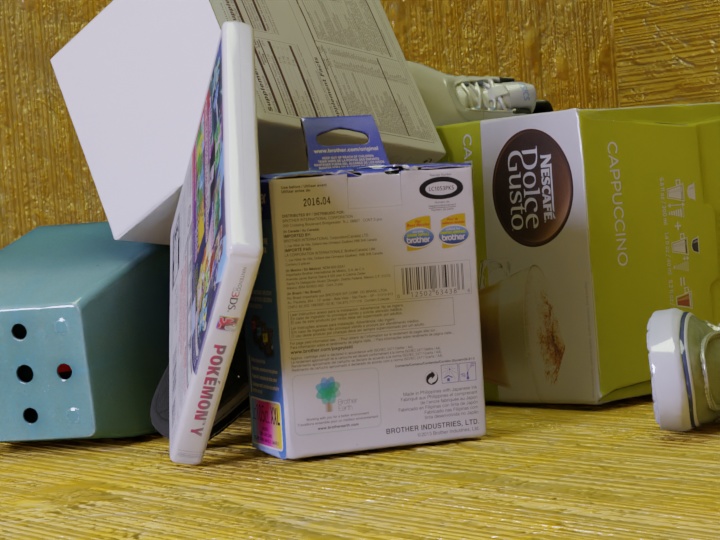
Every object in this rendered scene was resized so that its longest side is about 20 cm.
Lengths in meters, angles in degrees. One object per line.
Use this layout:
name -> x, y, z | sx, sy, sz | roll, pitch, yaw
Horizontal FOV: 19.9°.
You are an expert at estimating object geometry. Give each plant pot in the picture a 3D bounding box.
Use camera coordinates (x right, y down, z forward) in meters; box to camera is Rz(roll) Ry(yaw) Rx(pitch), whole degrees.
plant pot -> -0.193, 0.048, 1.423 | 0.141, 0.142, 0.200 | -4, 8, 15

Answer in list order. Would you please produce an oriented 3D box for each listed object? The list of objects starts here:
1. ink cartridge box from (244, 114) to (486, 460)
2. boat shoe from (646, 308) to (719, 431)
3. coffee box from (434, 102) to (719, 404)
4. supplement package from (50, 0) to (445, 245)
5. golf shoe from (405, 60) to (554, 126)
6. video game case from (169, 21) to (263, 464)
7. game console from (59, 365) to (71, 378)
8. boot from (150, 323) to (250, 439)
ink cartridge box -> -0.001, 0.006, 1.248 | 0.136, 0.201, 0.076 | -5, 5, -23
boat shoe -> 0.214, 0.056, 1.238 | 0.062, 0.072, 0.200 | -6, -1, 17
coffee box -> 0.169, -0.015, 1.480 | 0.199, 0.201, 0.197 | -5, 2, -37
supplement package -> -0.077, -0.114, 1.432 | 0.152, 0.151, 0.200 | -36, -25, 32
golf shoe -> 0.082, -0.130, 1.572 | 0.097, 0.079, 0.200 | -25, -18, 22
video game case -> -0.088, -0.017, 1.227 | 0.023, 0.183, 0.200 | 8, 44, -12
game console -> -0.255, 0.049, 1.746 | 0.172, 0.119, 0.200 | -2, 3, 45
boot -> -0.027, 0.065, 1.350 | 0.073, 0.204, 0.154 | 37, -9, 45
